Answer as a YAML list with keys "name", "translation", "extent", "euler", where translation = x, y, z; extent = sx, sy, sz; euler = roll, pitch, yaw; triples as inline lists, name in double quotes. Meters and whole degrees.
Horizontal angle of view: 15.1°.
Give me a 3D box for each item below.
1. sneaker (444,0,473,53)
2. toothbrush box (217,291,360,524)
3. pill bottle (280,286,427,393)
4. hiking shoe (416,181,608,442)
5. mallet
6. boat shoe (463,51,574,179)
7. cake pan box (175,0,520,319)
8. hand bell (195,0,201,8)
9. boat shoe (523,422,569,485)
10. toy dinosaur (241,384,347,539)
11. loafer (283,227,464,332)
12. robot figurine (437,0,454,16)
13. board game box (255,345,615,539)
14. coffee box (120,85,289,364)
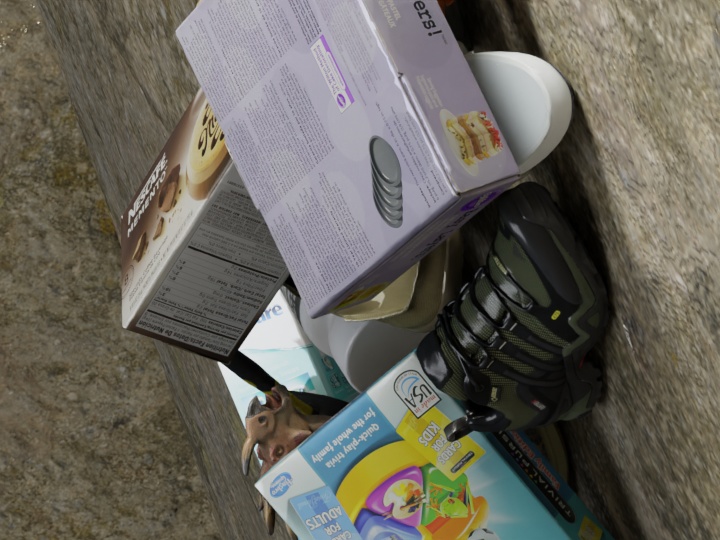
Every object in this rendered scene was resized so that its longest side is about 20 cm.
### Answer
- name: "sneaker"
  translation: [-0.002, -0.159, 1.614]
  extent: [0.200, 0.093, 0.071]
  euler: [-131, 22, -62]
- name: "toothbrush box"
  translation: [-0.016, 0.090, 2.002]
  extent: [0.146, 0.085, 0.201]
  euler: [-23, -90, -57]
- name: "pill bottle"
  translation: [-0.004, -0.009, 1.868]
  extent: [0.114, 0.114, 0.200]
  euler: [79, 165, -45]
- name: "hiking shoe"
  translation: [0.083, 0.034, 1.550]
  extent: [0.200, 0.100, 0.076]
  euler: [81, 163, -50]
- name: "mallet"
  translation: [-0.070, 0.078, 1.843]
  extent: [0.066, 0.041, 0.200]
  euler: [8, 162, 36]
- name: "boat shoe"
  translation: [0.066, -0.074, 1.514]
  extent: [0.202, 0.086, 0.075]
  euler: [-26, 79, 51]
- name: "cake pan box"
  translation: [-0.014, -0.096, 1.479]
  extent: [0.184, 0.052, 0.200]
  euler: [-42, 71, 53]
- name: "hand bell"
  translation: [-0.051, -0.088, 1.824]
  extent: [0.104, 0.104, 0.201]
  euler: [101, 164, -71]
- name: "boat shoe"
  translation: [0.088, 0.090, 1.744]
  extent: [0.073, 0.063, 0.200]
  euler: [-127, 18, -52]
- name: "toy dinosaur"
  translation: [0.005, 0.156, 1.790]
  extent: [0.200, 0.135, 0.086]
  euler: [48, 140, 5]
- name: "loafer"
  translation: [0.000, 0.000, 1.693]
  extent: [0.200, 0.067, 0.076]
  euler: [-8, 78, 64]
- name: "robot figurine"
  translation: [0.004, -0.223, 1.490]
  extent: [0.200, 0.058, 0.145]
  euler: [64, 149, 12]
- name: "board game box"
  translation: [0.054, 0.161, 1.685]
  extent: [0.200, 0.151, 0.047]
  euler: [49, -151, 1]
- name: "coffee box"
  translation: [-0.074, -0.054, 1.704]
  extent: [0.200, 0.080, 0.113]
  euler: [-55, 27, 35]
